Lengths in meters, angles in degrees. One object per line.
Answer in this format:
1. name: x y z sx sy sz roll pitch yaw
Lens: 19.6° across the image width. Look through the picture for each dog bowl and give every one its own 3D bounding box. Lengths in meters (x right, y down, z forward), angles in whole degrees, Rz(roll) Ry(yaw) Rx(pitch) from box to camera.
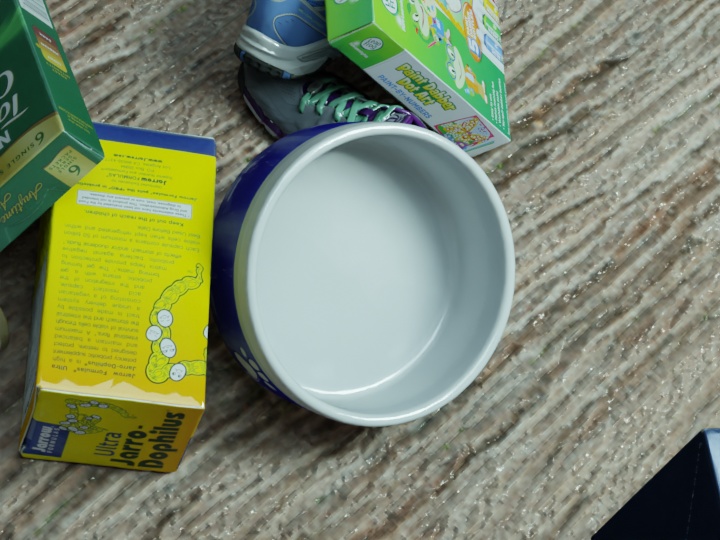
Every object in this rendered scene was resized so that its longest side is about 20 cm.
1. dog bowl: 0.000 0.000 1.399 0.199 0.079 0.201 -3 96 -26

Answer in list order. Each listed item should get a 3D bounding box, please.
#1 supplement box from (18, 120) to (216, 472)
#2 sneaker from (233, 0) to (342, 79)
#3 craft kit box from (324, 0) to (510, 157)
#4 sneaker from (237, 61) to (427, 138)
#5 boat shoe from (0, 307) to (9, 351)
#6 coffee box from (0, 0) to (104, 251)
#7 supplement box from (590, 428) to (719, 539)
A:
1. supplement box: -0.160 0.017 1.379 0.109 0.109 0.201 7 61 -12
2. sneaker: -0.012 -0.201 1.534 0.075 0.077 0.200 29 33 21
3. craft kit box: 0.039 -0.213 1.531 0.197 0.048 0.201 31 47 -48
4. sneaker: 0.002 -0.110 1.507 0.200 0.088 0.074 37 59 5
5. boat shoe: -0.315 -0.014 1.372 0.069 0.071 0.200 -35 75 -25
6. coffee box: -0.247 -0.108 1.384 0.044 0.123 0.200 36 22 -45
7. supplement box: 0.287 0.198 1.359 0.199 0.200 0.135 -1 64 -18
